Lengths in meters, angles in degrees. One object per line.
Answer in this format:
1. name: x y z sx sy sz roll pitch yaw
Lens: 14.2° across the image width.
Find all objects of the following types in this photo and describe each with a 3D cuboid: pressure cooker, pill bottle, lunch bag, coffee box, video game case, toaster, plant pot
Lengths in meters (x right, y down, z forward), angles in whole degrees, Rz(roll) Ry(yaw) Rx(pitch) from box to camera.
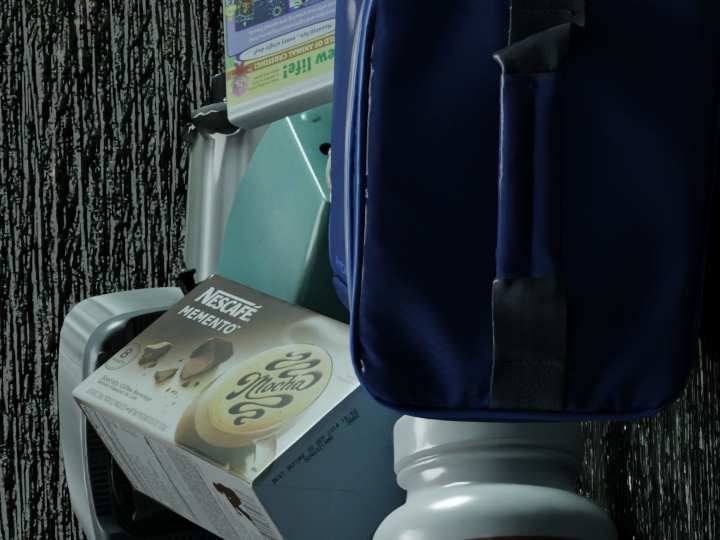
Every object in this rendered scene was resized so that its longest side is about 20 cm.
1. pressure cooker: -0.037 -0.050 1.992 0.176 0.178 0.201 95 178 -72
2. pill bottle: 0.061 0.162 1.264 0.112 0.112 0.201 102 166 -72
3. lunch bag: 0.060 -0.049 1.041 0.132 0.135 0.201 -106 16 -71
4. coffee box: -0.053 0.082 1.565 0.200 0.113 0.080 21 146 55
5. video game case: 0.006 -0.186 1.531 0.022 0.200 0.183 19 -119 -49
6. toaster: -0.122 0.087 1.728 0.129 0.113 0.201 -156 59 -71
7. plant pot: 0.000 0.000 1.726 0.141 0.141 0.200 -115 24 -43

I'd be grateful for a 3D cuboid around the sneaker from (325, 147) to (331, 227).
1. sneaker: 0.010 -0.050 1.502 0.074 0.088 0.200 66 149 16
